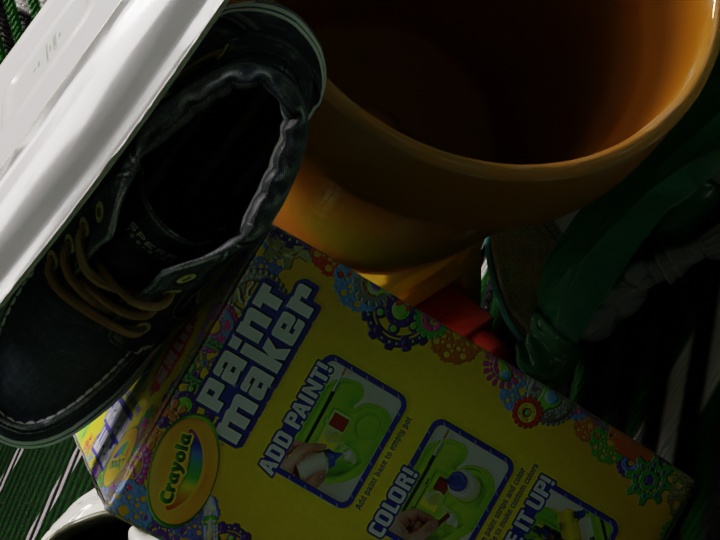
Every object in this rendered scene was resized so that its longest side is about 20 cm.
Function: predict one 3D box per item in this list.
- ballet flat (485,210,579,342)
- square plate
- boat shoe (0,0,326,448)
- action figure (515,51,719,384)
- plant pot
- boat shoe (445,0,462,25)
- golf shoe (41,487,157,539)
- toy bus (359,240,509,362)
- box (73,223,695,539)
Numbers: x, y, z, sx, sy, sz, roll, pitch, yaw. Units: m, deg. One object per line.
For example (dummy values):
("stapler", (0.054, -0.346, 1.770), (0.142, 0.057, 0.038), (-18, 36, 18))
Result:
("ballet flat", (0.096, -0.034, 1.116), (0.071, 0.070, 0.200), (-54, 14, 26))
("square plate", (-0.106, -0.073, 0.875), (0.199, 0.028, 0.200), (-52, 18, 11))
("boat shoe", (-0.086, -0.007, 0.845), (0.201, 0.071, 0.091), (-53, 9, 17))
("action figure", (0.129, -0.032, 0.988), (0.200, 0.054, 0.118), (-52, 16, 18))
("plant pot", (0.027, -0.090, 0.995), (0.201, 0.199, 0.183), (-67, 5, -28))
("boat shoe", (0.127, -0.156, 1.103), (0.199, 0.072, 0.066), (-16, 46, 4))
("golf shoe", (-0.062, 0.134, 1.123), (0.199, 0.079, 0.097), (-6, 8, 30))
("toy bus", (0.000, 0.000, 1.135), (0.135, 0.192, 0.201), (-30, -39, -32))
("box", (-0.002, 0.073, 0.949), (0.123, 0.192, 0.200), (-60, 13, -1))
